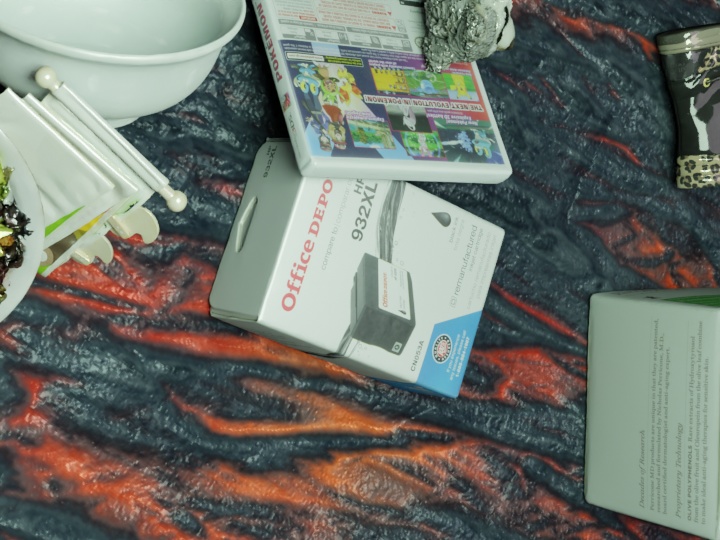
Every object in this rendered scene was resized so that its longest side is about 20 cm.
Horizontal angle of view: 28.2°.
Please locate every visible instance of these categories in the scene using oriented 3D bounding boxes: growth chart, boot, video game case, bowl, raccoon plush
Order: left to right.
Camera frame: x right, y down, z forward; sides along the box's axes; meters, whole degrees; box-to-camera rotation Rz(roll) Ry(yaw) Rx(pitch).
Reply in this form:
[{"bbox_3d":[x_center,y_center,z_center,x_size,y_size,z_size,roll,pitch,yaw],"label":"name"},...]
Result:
[{"bbox_3d":[-0.221,-0.051,0.928,0.145,0.198,0.018,52,33,-30],"label":"growth chart"},{"bbox_3d":[-0.181,-0.158,0.957,0.199,0.202,0.091,-9,133,-33],"label":"bowl"},{"bbox_3d":[0.015,-0.154,1.106,0.198,0.023,0.184,0,65,-38],"label":"video game case"},{"bbox_3d":[0.044,-0.244,1.123,0.198,0.097,0.135,29,58,0],"label":"raccoon plush"},{"bbox_3d":[0.370,-0.160,1.369,0.198,0.073,0.153,-8,97,-29],"label":"boot"}]

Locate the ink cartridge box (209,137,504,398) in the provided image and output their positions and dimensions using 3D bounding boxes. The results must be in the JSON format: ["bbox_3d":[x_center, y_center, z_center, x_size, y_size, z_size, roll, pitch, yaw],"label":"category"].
[{"bbox_3d":[0.000,0.000,1.126,0.198,0.083,0.147,23,81,-32],"label":"ink cartridge box"}]

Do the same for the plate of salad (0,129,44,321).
[{"bbox_3d":[-0.298,-0.025,0.894,0.197,0.048,0.203,-4,120,-6],"label":"plate of salad"}]

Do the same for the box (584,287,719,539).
[{"bbox_3d":[0.331,0.122,1.305,0.197,0.170,0.203,-2,94,-33],"label":"box"}]
